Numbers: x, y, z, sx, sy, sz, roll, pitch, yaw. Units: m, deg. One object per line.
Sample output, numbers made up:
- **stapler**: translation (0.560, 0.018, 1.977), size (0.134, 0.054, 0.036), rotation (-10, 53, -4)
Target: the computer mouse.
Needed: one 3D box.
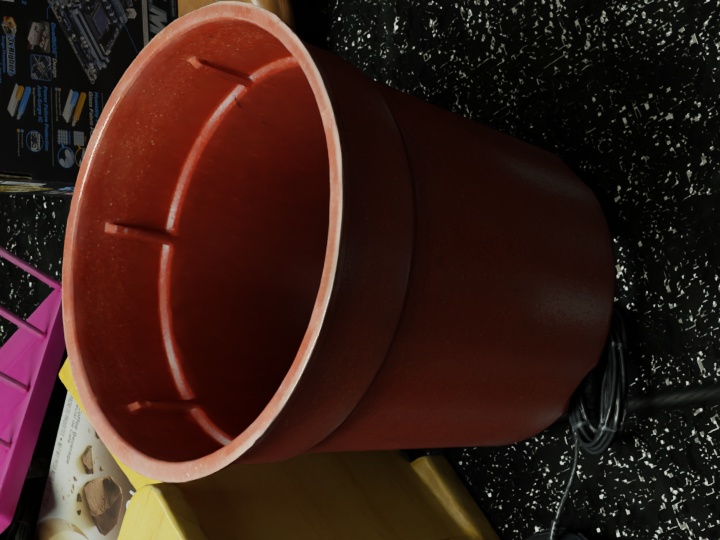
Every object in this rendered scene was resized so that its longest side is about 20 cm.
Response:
- **computer mouse**: translation (0.102, 0.116, 0.801), size (0.058, 0.034, 0.202), rotation (16, 95, 57)

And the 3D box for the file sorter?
- **file sorter**: translation (-0.272, 0.081, 1.019), size (0.139, 0.125, 0.201), rotation (-43, 25, 34)

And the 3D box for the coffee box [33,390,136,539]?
- **coffee box**: translation (-0.122, 0.150, 0.971), size (0.113, 0.079, 0.201), rotation (29, 109, 40)

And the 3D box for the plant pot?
- **plant pot**: translation (0.000, 0.000, 0.769), size (0.200, 0.194, 0.202), rotation (-13, 72, 48)

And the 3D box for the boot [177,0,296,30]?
- **boot**: translation (-0.050, -0.166, 0.892), size (0.187, 0.068, 0.202), rotation (11, 109, 44)

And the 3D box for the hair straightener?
- **hair straightener**: translation (-0.210, 0.144, 0.999), size (0.200, 0.041, 0.077), rotation (-81, 7, -57)

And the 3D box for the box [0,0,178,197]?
- **box**: translation (-0.177, -0.143, 0.948), size (0.049, 0.198, 0.202), rotation (-6, 86, 41)

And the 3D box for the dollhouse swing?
- **dollhouse swing**: translation (-0.065, 0.144, 0.835), size (0.175, 0.199, 0.183), rotation (32, 111, 38)
